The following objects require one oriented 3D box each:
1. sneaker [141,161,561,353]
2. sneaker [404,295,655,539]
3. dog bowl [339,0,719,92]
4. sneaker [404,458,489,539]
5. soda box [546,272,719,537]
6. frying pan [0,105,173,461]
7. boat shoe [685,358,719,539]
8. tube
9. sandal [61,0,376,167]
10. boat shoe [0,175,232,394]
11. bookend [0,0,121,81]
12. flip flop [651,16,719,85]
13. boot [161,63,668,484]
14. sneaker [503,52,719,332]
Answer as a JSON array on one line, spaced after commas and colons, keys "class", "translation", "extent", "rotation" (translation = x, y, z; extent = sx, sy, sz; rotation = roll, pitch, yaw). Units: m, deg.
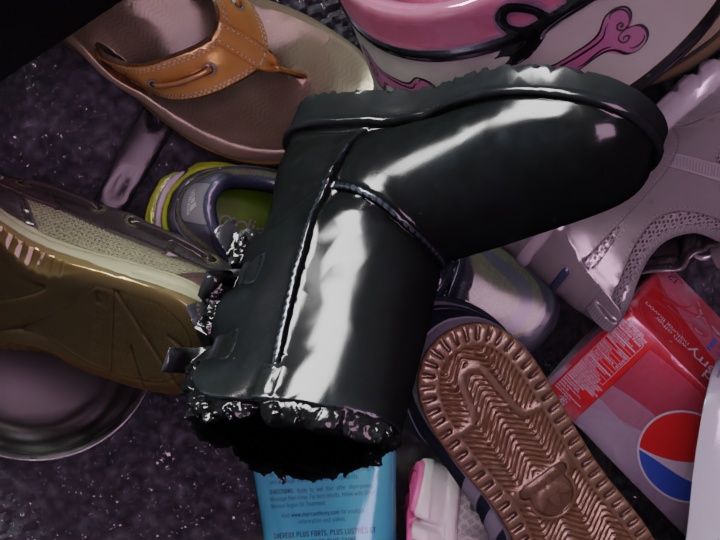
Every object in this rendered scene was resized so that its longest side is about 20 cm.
[{"class": "sneaker", "translation": [0.000, 0.000, 1.168], "extent": [0.199, 0.081, 0.074], "rotation": [14, 84, -12]}, {"class": "sneaker", "translation": [0.073, 0.098, 1.138], "extent": [0.070, 0.108, 0.200], "rotation": [-29, 107, -6]}, {"class": "dog bowl", "translation": [0.071, -0.155, 1.112], "extent": [0.200, 0.200, 0.074], "rotation": [-46, 132, -3]}, {"class": "sneaker", "translation": [0.065, 0.187, 1.183], "extent": [0.087, 0.074, 0.201], "rotation": [-1, 85, 1]}, {"class": "soda box", "translation": [0.181, 0.094, 1.175], "extent": [0.200, 0.070, 0.063], "rotation": [46, 120, 3]}, {"class": "frying pan", "translation": [-0.147, -0.004, 1.187], "extent": [0.115, 0.031, 0.191], "rotation": [7, 76, -7]}, {"class": "boat shoe", "translation": [0.186, 0.141, 1.113], "extent": [0.086, 0.075, 0.203], "rotation": [8, 101, 17]}, {"class": "tube", "translation": [-0.012, 0.159, 1.191], "extent": [0.077, 0.050, 0.201], "rotation": [-5, 88, 10]}, {"class": "sandal", "translation": [-0.084, -0.113, 1.176], "extent": [0.200, 0.054, 0.080], "rotation": [31, 78, -2]}, {"class": "boat shoe", "translation": [-0.142, -0.004, 1.143], "extent": [0.200, 0.066, 0.072], "rotation": [20, 120, 17]}, {"class": "bookend", "translation": [-0.205, -0.181, 1.116], "extent": [0.198, 0.092, 0.200], "rotation": [-34, 73, -1]}, {"class": "flip flop", "translation": [0.086, -0.100, 1.150], "extent": [0.058, 0.200, 0.081], "rotation": [35, 42, -37]}, {"class": "boot", "translation": [0.020, 0.003, 1.039], "extent": [0.073, 0.198, 0.163], "rotation": [47, 52, -42]}, {"class": "sneaker", "translation": [0.152, -0.038, 1.169], "extent": [0.200, 0.075, 0.082], "rotation": [-33, 80, -25]}]
